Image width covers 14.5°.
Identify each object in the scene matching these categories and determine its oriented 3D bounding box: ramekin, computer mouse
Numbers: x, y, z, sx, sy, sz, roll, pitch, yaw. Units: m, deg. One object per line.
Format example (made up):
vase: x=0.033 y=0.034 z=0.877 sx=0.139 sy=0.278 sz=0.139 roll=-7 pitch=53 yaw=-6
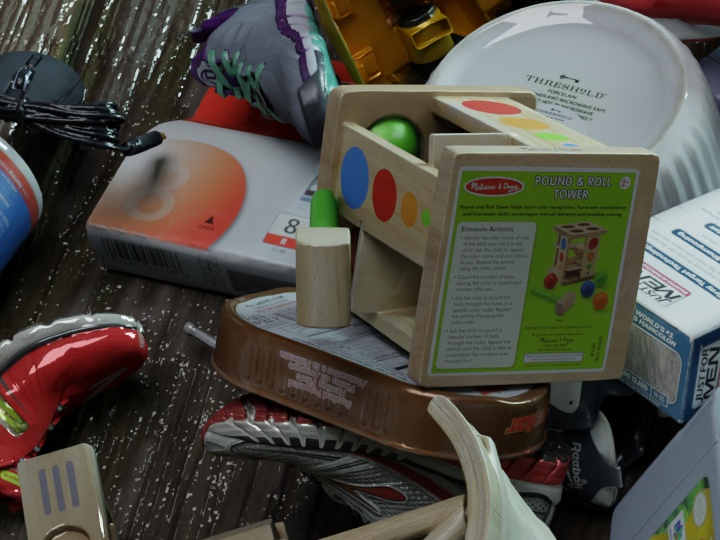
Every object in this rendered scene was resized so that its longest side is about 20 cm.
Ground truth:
ramekin: x=0.124 y=-0.070 z=1.687 sx=0.200 sy=0.105 sz=0.200 roll=-7 pitch=49 yaw=9
computer mouse: x=-0.184 y=-0.108 z=1.774 sx=0.140 sy=0.200 sz=0.046 roll=14 pitch=94 yaw=6

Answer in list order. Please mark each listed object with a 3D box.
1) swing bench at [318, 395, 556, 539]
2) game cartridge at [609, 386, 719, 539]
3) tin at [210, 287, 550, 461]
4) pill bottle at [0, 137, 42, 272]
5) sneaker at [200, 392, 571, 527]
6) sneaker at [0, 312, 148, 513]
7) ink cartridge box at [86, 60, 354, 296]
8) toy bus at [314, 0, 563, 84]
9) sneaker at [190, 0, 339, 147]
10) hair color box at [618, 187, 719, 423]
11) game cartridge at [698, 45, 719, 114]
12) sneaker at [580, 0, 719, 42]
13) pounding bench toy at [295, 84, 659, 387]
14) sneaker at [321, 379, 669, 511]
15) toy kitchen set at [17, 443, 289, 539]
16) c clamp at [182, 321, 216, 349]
swing bench: x=0.025 y=0.200 z=1.391 sx=0.200 sy=0.199 sz=0.130 roll=-33 pitch=48 yaw=6
game cartridge: x=0.171 y=0.174 z=1.448 sx=0.040 sy=0.133 sz=0.200 roll=13 pitch=47 yaw=-15
tin: x=0.010 y=0.053 z=1.511 sx=0.200 sy=0.042 sz=0.112 roll=19 pitch=24 yaw=33
pill bottle: x=-0.291 y=0.004 z=1.734 sx=0.112 sy=0.112 sz=0.200 roll=17 pitch=56 yaw=27
sneaker: x=0.008 y=0.112 z=1.521 sx=0.200 sy=0.082 sz=0.078 roll=12 pitch=15 yaw=12
sneaker: x=-0.206 y=0.099 z=1.665 sx=0.200 sy=0.077 sz=0.085 roll=-31 pitch=60 yaw=-3
ink cartridge box: x=-0.057 y=-0.073 z=1.779 sx=0.162 sy=0.050 sz=0.200 roll=11 pitch=57 yaw=23
toy bus: x=0.043 y=-0.210 z=1.822 sx=0.200 sy=0.136 sz=0.192 roll=-32 pitch=29 yaw=-12
sneaker: x=-0.060 y=-0.117 z=1.774 sx=0.087 sy=0.074 sz=0.200 roll=-18 pitch=24 yaw=1
hair color box: x=0.216 y=0.005 z=1.581 sx=0.200 sy=0.061 sz=0.100 roll=-22 pitch=42 yaw=-34
game cartridge: x=0.305 y=-0.098 z=1.712 sx=0.130 sy=0.038 sz=0.200 roll=-33 pitch=49 yaw=-19
sneaker: x=0.218 y=-0.192 z=1.697 sx=0.200 sy=0.116 sz=0.078 roll=15 pitch=54 yaw=10
pounding bench toy: x=0.025 y=-0.024 z=1.490 sx=0.200 sy=0.124 sz=0.156 roll=-1 pitch=19 yaw=-29
sneaker: x=0.085 y=0.094 z=1.571 sx=0.199 sy=0.080 sz=0.130 roll=-23 pitch=38 yaw=-19
toy kitchen set: x=-0.081 y=0.142 z=1.520 sx=0.200 sy=0.163 sz=0.181 roll=-17 pitch=48 yaw=0
c clamp: x=0.000 y=0.000 z=1.641 sx=0.171 sy=0.027 sz=0.200 roll=35 pitch=109 yaw=20
